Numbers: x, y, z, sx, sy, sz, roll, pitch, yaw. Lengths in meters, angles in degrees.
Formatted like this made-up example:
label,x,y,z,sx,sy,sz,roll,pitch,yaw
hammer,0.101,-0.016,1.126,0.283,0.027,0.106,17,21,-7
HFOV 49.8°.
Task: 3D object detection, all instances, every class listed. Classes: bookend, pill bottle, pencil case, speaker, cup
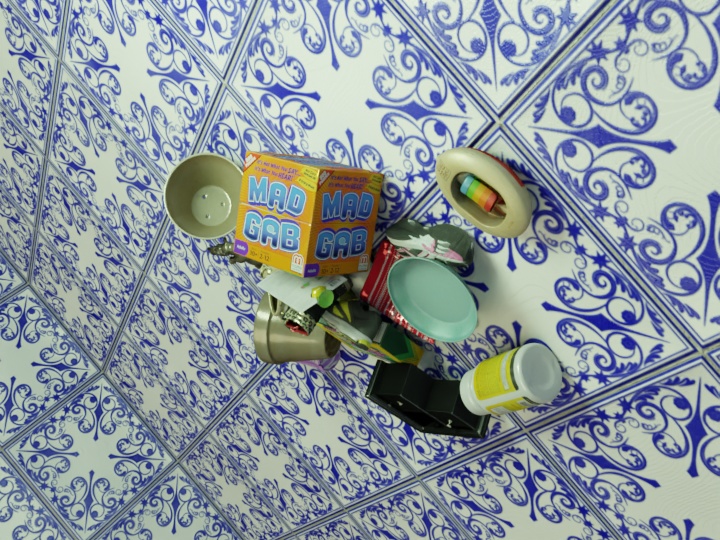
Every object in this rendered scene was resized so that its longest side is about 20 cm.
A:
label,x,y,z,sx,sy,sz,roll,pitch,yaw
bookend,0.151,0.278,1.688,0.198,0.093,0.198,37,153,-32
pill bottle,0.291,0.221,1.534,0.115,0.114,0.199,52,144,-4
pencil case,-0.143,0.212,2.021,0.198,0.085,0.085,1,125,46
speaker,0.000,0.000,1.682,0.081,0.081,0.202,-21,105,53
cup,-0.363,-0.166,1.861,0.201,0.200,0.143,50,171,-1

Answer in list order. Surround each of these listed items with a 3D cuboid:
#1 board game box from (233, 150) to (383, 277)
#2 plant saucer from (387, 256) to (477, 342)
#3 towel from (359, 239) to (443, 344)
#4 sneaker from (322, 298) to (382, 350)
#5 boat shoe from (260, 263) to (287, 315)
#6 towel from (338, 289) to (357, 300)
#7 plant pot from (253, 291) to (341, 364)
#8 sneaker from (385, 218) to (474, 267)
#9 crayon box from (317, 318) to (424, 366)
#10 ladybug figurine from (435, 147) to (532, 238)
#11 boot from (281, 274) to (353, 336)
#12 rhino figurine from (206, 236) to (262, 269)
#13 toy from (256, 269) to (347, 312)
label,x,y,z,sx,sy,sz,roll,pitch,yaw
board game box,-0.103,-0.113,1.532,0.198,0.198,0.204,18,104,36
plant saucer,0.143,0.048,1.490,0.198,0.036,0.202,24,138,24
towel,0.098,0.040,1.590,0.198,0.022,0.147,31,103,27
sneaker,-0.024,0.095,1.644,0.199,0.085,0.075,34,170,43
boat shoe,-0.195,0.002,1.787,0.072,0.064,0.204,-8,93,50
towel,-0.082,0.024,1.780,0.144,0.023,0.199,48,158,-27
plant pot,-0.140,0.140,1.888,0.171,0.201,0.203,8,129,23
sneaker,0.144,-0.041,1.511,0.199,0.080,0.087,24,149,44
crayon box,0.020,0.148,1.745,0.198,0.059,0.172,16,166,38
ladybug figurine,0.215,-0.142,1.330,0.199,0.072,0.136,42,144,11
boot,-0.127,0.046,1.647,0.202,0.154,0.074,18,152,44
rhino figurine,-0.281,-0.045,1.866,0.087,0.197,0.061,-12,74,51
toy,-0.115,0.037,1.558,0.199,0.114,0.048,22,142,56
